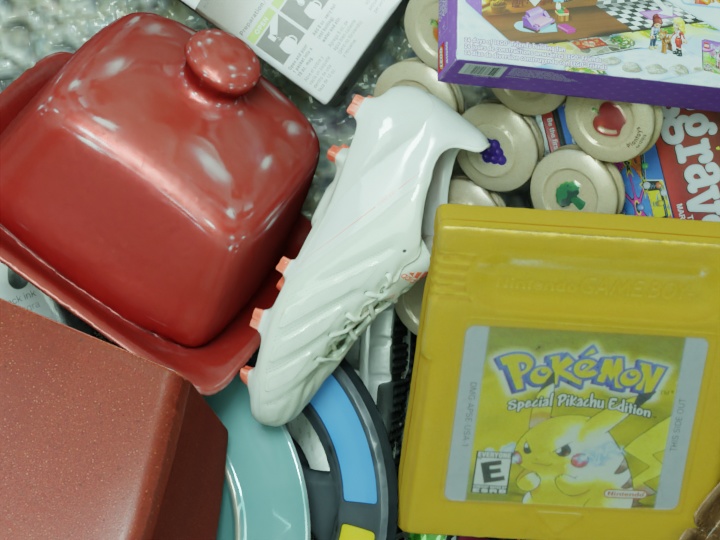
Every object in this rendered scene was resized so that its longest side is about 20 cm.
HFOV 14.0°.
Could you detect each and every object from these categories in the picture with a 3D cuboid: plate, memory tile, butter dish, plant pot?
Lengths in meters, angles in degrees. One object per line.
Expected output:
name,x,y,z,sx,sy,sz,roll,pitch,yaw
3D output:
plate,-0.110,0.139,1.630,0.200,0.026,0.201,3,94,39
memory tile,0.064,-0.045,1.557,0.153,0.017,0.200,31,122,15
butter dish,-0.101,-0.066,1.573,0.200,0.200,0.148,35,124,1
plant pot,-0.171,0.123,1.519,0.199,0.200,0.177,22,78,13

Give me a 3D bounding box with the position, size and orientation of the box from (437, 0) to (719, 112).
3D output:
box,0.139,-0.155,1.486,0.199,0.039,0.137,6,74,-13

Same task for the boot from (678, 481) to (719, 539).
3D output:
boot,0.214,0.206,1.608,0.074,0.155,0.201,16,82,44

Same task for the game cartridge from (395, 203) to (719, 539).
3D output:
game cartridge,0.115,0.059,1.550,0.176,0.032,0.201,3,126,-5

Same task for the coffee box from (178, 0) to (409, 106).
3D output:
coffee box,-0.074,-0.180,1.622,0.200,0.113,0.080,36,94,0

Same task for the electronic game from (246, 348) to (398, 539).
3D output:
electronic game,-0.062,0.122,1.633,0.199,0.042,0.201,3,96,36

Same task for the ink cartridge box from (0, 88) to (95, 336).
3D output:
ink cartridge box,-0.250,-0.011,1.654,0.144,0.084,0.201,-21,91,4

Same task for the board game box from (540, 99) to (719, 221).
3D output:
board game box,0.160,-0.036,1.554,0.103,0.019,0.201,-14,105,6

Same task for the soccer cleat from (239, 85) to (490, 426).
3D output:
soccer cleat,0.000,0.000,1.542,0.077,0.069,0.201,26,103,11

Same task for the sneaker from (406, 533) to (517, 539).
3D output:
sneaker,0.069,0.144,1.650,0.083,0.077,0.201,2,103,-9

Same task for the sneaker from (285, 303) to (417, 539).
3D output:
sneaker,-0.012,0.094,1.664,0.080,0.074,0.201,6,89,18

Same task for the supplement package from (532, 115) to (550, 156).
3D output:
supplement package,0.151,-0.157,1.608,0.117,0.117,0.201,1,93,4
